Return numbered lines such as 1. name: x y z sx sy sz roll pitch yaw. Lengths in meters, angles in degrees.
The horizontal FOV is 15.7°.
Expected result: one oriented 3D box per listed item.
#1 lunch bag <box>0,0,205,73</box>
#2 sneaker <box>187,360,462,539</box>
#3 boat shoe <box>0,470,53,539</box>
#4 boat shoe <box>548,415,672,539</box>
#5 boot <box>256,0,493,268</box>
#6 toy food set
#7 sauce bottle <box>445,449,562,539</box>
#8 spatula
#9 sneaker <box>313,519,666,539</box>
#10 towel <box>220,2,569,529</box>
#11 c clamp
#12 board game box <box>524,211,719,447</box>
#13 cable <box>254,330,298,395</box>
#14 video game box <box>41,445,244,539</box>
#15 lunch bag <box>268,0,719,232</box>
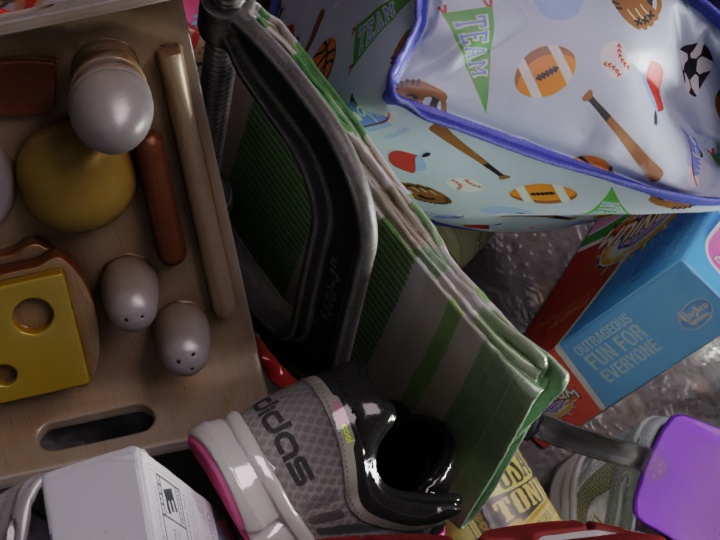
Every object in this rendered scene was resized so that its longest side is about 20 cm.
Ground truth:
1. lunch bag: -0.152 -0.135 1.100 0.199 0.082 0.176 22 26 -20
2. sneaker: 0.010 0.104 1.066 0.200 0.087 0.074 54 4 -45
3. boat shoe: -0.115 0.175 1.000 0.073 0.065 0.201 -3 67 -36
4. boat shoe: 0.133 0.167 1.181 0.074 0.065 0.203 12 59 -29
5. boot: 0.021 -0.106 1.248 0.155 0.073 0.200 -38 93 -38
6. toy food set: -0.120 -0.009 1.002 0.143 0.201 0.060 -12 30 -3
7. sauce bottle: 0.035 0.083 1.155 0.066 0.066 0.200 -30 87 -42
8. spatula: 0.094 0.074 1.182 0.199 0.021 0.057 20 76 15
9. sneaker: 0.036 0.160 0.995 0.199 0.078 0.116 -1 93 -29
10. towel: 0.000 0.000 1.074 0.023 0.153 0.200 -33 75 -25
11. c clamp: -0.044 -0.049 1.034 0.027 0.200 0.171 -28 60 -24
12. board game box: 0.156 -0.020 1.246 0.040 0.153 0.200 43 48 -8
13. cable: -0.062 0.017 1.104 0.097 0.050 0.200 -52 123 -46
14. video game box: -0.055 0.185 0.983 0.182 0.047 0.201 45 30 -63
15. lunch bag: 0.073 -0.078 1.123 0.199 0.170 0.124 20 78 -21
